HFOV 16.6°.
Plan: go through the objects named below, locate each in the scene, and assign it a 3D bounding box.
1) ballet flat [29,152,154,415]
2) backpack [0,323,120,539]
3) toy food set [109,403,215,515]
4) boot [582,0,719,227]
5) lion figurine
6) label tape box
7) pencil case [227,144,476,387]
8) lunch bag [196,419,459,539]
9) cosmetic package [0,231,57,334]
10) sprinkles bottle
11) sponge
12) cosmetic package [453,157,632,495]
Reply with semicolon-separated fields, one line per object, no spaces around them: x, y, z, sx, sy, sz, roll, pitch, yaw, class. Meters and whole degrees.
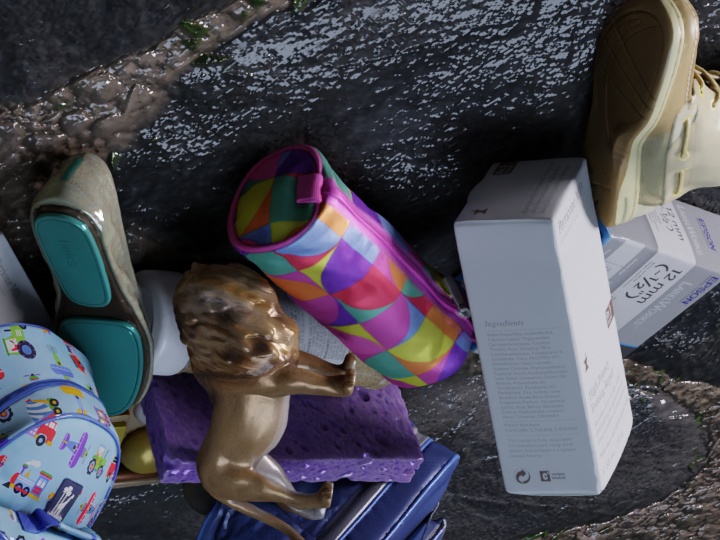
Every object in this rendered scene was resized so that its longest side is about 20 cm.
-0.160;0.008;1.549;0.067;0.063;0.201;10;139;12;ballet flat
-0.224;0.140;1.504;0.200;0.134;0.183;-49;151;-1;backpack
-0.158;0.135;1.758;0.199;0.061;0.144;-5;145;-23;toy food set
0.231;-0.115;1.587;0.154;0.073;0.201;-13;143;-15;boot
-0.070;0.094;1.587;0.122;0.073;0.201;9;110;-2;lion figurine
0.182;0.013;1.758;0.199;0.066;0.143;18;132;-42;label tape box
0.000;0.000;1.596;0.088;0.089;0.200;-33;136;19;pencil case
-0.016;0.182;1.777;0.200;0.132;0.136;-45;166;-37;lunch bag
-0.263;0.065;1.553;0.151;0.052;0.200;-41;150;-14;cosmetic package
-0.065;0.041;1.662;0.199;0.069;0.068;6;140;-35;sprinkles bottle
-0.059;0.094;1.701;0.199;0.112;0.030;3;140;-31;sponge
0.123;0.037;1.628;0.074;0.102;0.201;-2;116;20;cosmetic package
